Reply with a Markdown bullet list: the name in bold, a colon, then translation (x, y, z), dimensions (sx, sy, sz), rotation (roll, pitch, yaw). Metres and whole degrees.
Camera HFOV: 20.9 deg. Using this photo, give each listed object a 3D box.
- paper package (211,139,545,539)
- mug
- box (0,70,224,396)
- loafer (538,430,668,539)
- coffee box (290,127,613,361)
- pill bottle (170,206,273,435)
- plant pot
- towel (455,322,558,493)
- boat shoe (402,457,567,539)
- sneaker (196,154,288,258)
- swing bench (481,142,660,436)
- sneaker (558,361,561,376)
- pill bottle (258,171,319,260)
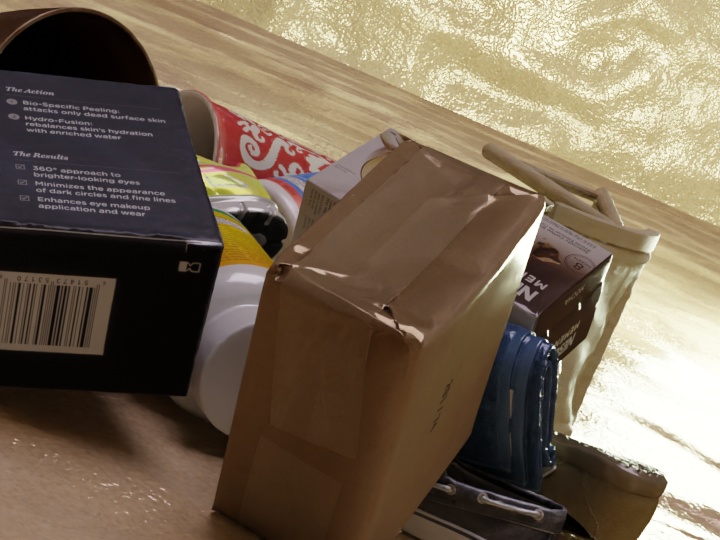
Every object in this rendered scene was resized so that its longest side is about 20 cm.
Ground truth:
- **paper package**: translation (0.012, 0.052, 1.160), dimensions (0.103, 0.201, 0.191), rotation (26, 38, 15)
- **mug**: translation (-0.103, -0.077, 1.769), dimensions (0.199, 0.134, 0.177), rotation (19, 15, -39)
- **box**: translation (-0.202, -0.029, 1.209), dimensions (0.195, 0.118, 0.201), rotation (5, 32, -17)
- **loafer**: translation (0.155, 0.158, 1.428), dimensions (0.075, 0.068, 0.200), rotation (21, -3, -14)
- **coffee box**: translation (0.063, -0.007, 1.386), dimensions (0.199, 0.080, 0.113), rotation (32, 39, 22)
- **pill bottle**: translation (-0.097, 0.036, 1.337), dimensions (0.112, 0.114, 0.200), rotation (18, 14, -27)
- **plant pot**: translation (-0.292, -0.126, 1.554), dimensions (0.199, 0.189, 0.186), rotation (15, 3, 42)
- **towel**: translation (0.041, 0.075, 1.335), dimensions (0.198, 0.113, 0.048), rotation (15, 28, 32)
- **boat shoe**: translation (0.040, 0.135, 1.287), dimensions (0.199, 0.068, 0.072), rotation (27, 13, 10)
- **sneaker**: translation (-0.157, -0.052, 1.455), dimensions (0.198, 0.079, 0.091), rotation (7, 42, -24)
- **swing bench**: translation (0.148, 0.028, 1.628), dimensions (0.129, 0.201, 0.200), rotation (19, 13, -20)
- **sneaker**: translation (0.075, 0.082, 1.499), dimensions (0.077, 0.101, 0.199), rotation (11, -18, -37)
- **pill bottle**: translation (-0.015, -0.031, 1.672), dimensions (0.199, 0.113, 0.112), rotation (-11, 33, -43)
